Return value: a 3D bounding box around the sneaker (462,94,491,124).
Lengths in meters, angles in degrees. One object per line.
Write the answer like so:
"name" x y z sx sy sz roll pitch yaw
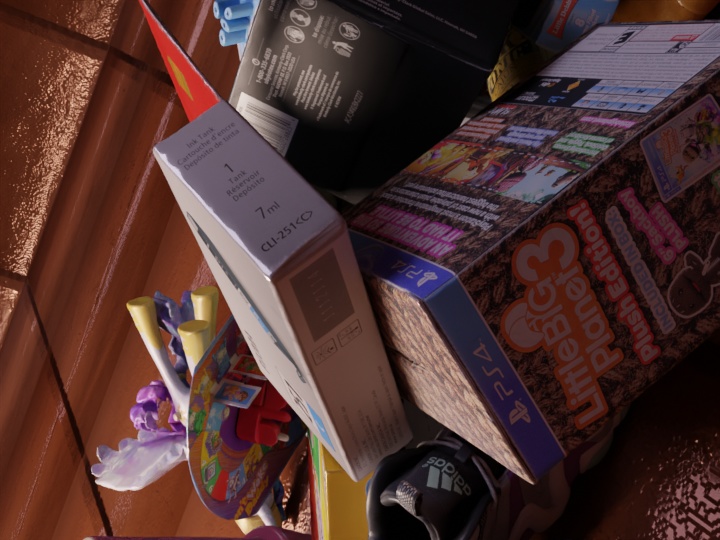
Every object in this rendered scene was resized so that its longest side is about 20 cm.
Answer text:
"sneaker" 0.069 -0.059 0.839 0.077 0.083 0.201 -57 16 32

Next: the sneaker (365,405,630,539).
"sneaker" 0.061 0.094 0.660 0.077 0.139 0.202 27 101 32

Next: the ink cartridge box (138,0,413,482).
"ink cartridge box" -0.053 -0.009 0.643 0.045 0.201 0.176 -35 57 -12

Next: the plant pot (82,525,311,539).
"plant pot" -0.122 0.269 0.921 0.200 0.178 0.202 -49 31 44

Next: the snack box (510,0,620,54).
"snack box" 0.141 -0.219 0.726 0.116 0.037 0.202 -104 37 -72

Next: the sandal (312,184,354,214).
"sandal" 0.000 0.000 0.843 0.081 0.200 0.055 -37 44 1

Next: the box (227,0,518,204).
"box" 0.020 -0.160 0.747 0.149 0.123 0.201 120 174 -55

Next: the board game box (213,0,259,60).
"board game box" -0.044 -0.103 0.980 0.199 0.026 0.202 19 121 56

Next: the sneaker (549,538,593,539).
"sneaker" 0.067 0.192 0.663 0.200 0.077 0.071 -54 29 37

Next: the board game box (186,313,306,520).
"board game box" -0.042 0.073 0.870 0.201 0.039 0.159 -57 -31 -36

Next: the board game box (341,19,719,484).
"board game box" 0.097 -0.021 0.611 0.199 0.097 0.159 -37 19 -10

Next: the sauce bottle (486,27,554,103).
"sauce bottle" 0.109 -0.133 0.845 0.065 0.064 0.201 -56 26 33

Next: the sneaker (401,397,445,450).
"sneaker" 0.040 0.105 0.801 0.074 0.079 0.202 -37 41 51

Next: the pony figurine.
"pony figurine" -0.129 0.116 1.075 0.192 0.165 0.202 17 124 55

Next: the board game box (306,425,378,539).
"board game box" -0.006 0.150 0.798 0.153 0.040 0.202 -103 11 -59

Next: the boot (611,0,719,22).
"boot" 0.186 -0.161 0.693 0.202 0.070 0.145 -105 34 -63
